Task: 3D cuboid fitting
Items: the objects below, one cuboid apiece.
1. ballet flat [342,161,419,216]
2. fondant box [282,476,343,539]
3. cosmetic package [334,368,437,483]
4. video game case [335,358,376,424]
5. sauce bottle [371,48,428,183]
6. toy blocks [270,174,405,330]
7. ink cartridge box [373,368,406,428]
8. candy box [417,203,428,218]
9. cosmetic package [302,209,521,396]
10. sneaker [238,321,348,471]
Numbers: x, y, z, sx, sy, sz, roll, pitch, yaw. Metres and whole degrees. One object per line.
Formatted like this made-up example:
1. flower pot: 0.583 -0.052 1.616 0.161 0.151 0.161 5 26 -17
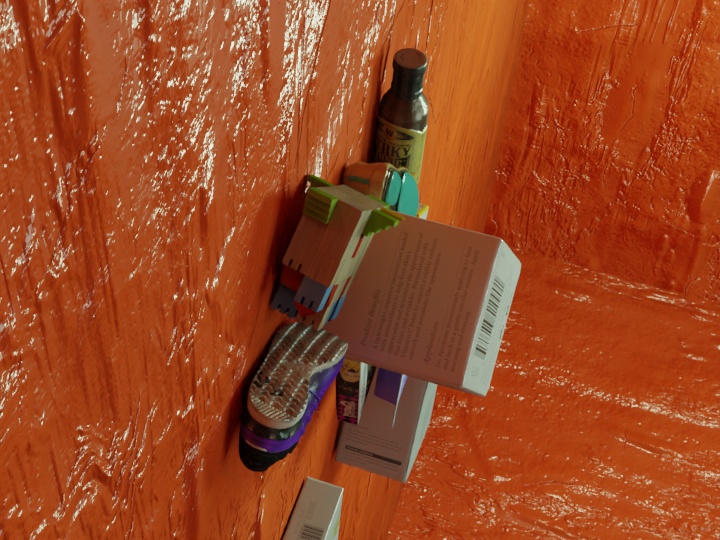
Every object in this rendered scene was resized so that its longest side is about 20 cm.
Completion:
1. ballet flat: 0.024 -0.095 1.472 0.200 0.062 0.070 34 68 -76
2. fondant box: -0.074 0.402 1.723 0.202 0.057 0.145 97 11 -47
3. cosmetic package: 0.054 0.182 1.964 0.200 0.121 0.203 -56 161 -65
4. video game case: 0.012 0.071 1.635 0.182 0.035 0.202 93 14 -57
5. sauce bottle: 0.049 -0.174 1.519 0.065 0.064 0.202 -66 166 -45
6. toy blocks: -0.035 -0.008 1.206 0.138 0.099 0.200 -65 174 8
7. ink cartridge box: 0.059 0.070 1.673 0.201 0.043 0.200 -69 171 -55
8. candy box: 0.074 -0.006 2.094 0.102 0.026 0.203 -51 155 -76
9. cosmetic package: 0.058 0.033 1.411 0.165 0.197 0.167 31 75 -73
10. sneaker: -0.075 0.128 1.239 0.200 0.069 0.101 -51 162 -61
